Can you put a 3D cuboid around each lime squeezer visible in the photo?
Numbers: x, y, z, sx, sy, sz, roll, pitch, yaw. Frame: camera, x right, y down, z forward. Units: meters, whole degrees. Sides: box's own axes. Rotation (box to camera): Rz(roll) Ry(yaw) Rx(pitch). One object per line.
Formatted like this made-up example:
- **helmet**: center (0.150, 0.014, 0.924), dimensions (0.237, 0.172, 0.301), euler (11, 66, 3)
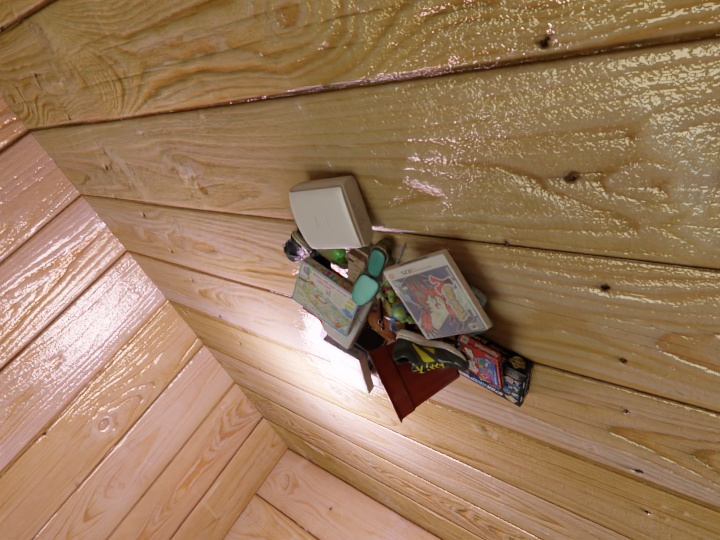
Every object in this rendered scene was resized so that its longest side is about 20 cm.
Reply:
- **lime squeezer**: center (-0.044, -0.049, 1.471), dimensions (0.037, 0.071, 0.202), euler (38, 153, 12)

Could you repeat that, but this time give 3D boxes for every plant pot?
- **plant pot**: center (0.142, 0.252, 1.479), dimensions (0.205, 0.191, 0.201), euler (62, 178, 4)

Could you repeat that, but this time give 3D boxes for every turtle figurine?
- **turtle figurine**: center (0.115, 0.062, 1.421), dimensions (0.140, 0.206, 0.194), euler (19, 175, -9)

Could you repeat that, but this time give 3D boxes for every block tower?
- **block tower**: center (0.000, 0.000, 1.502), dimensions (0.057, 0.054, 0.202), euler (32, 151, 17)

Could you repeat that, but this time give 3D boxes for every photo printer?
- **photo printer**: center (-0.078, -0.133, 1.347), dimensions (0.195, 0.069, 0.170), euler (2, 123, 39)

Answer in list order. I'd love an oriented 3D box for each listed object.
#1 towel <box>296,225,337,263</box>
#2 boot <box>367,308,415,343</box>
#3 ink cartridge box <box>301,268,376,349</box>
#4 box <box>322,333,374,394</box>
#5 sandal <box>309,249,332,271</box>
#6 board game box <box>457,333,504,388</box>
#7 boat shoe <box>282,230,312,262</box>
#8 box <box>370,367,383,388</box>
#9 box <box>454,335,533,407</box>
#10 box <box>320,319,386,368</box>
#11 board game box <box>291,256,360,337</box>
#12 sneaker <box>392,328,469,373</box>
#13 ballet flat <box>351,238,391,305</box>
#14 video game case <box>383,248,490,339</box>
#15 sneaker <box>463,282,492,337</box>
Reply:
- **towel**: center (-0.102, -0.107, 1.500), dimensions (0.147, 0.037, 0.201), euler (38, 154, 9)
- **boot**: center (0.103, 0.194, 1.633), dimensions (0.152, 0.073, 0.205), euler (10, 127, 44)
- **ink cartridge box**: center (-0.070, 0.099, 1.638), dimensions (0.197, 0.163, 0.047), euler (33, -163, 16)
- **box**: center (-0.034, 0.287, 1.755), dimensions (0.142, 0.036, 0.203), euler (25, 148, 29)
- **sandal**: center (-0.116, 0.031, 1.609), dimensions (0.073, 0.047, 0.208), euler (0, 99, 36)
- **board game box**: center (0.283, 0.214, 1.331), dimensions (0.101, 0.020, 0.201), euler (28, 162, 28)
- **boat shoe**: center (-0.177, -0.060, 1.584), dimensions (0.074, 0.063, 0.200), euler (43, 169, -4)
- **box**: center (0.030, 0.303, 1.860), dimensions (0.196, 0.096, 0.079), euler (10, 141, 43)
- **box**: center (0.328, 0.242, 1.431), dimensions (0.196, 0.046, 0.161), euler (26, 149, 28)
- **box**: center (-0.017, 0.195, 1.752), dimensions (0.197, 0.105, 0.149), euler (35, 152, 12)
- **board game box**: center (-0.091, 0.072, 1.567), dimensions (0.197, 0.034, 0.137), euler (33, 126, 15)
- **sneaker**: center (0.164, 0.212, 1.363), dimensions (0.195, 0.087, 0.075), euler (16, 159, 30)
- **ballet flat**: center (0.037, 0.002, 1.410), dimensions (0.067, 0.075, 0.203), euler (32, 132, 10)
- **video game case**: center (0.165, 0.059, 1.249), dimensions (0.179, 0.023, 0.202), euler (-17, 115, 46)
- **sneaker**: center (0.238, 0.052, 1.273), dimensions (0.080, 0.075, 0.203), euler (-18, 116, 25)
